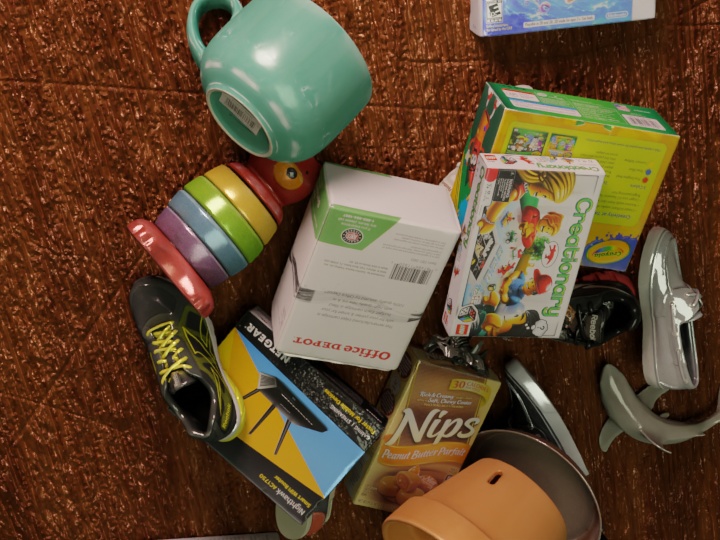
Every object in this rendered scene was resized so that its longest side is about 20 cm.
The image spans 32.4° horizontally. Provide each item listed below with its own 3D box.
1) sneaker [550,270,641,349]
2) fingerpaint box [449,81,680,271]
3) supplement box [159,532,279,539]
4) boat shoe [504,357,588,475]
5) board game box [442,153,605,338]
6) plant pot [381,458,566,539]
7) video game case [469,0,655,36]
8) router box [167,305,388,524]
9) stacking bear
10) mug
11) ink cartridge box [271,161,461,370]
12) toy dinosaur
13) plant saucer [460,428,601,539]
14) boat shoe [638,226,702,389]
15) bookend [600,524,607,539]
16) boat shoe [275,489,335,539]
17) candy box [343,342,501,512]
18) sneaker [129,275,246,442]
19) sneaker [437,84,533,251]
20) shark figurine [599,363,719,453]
[{"bbox_3d":[0.236,0.049,1.436,0.200,0.098,0.071,-5,115,-10],"label":"sneaker"},{"bbox_3d":[0.206,-0.096,1.299,0.199,0.073,0.167,6,120,-17],"label":"fingerpaint box"},{"bbox_3d":[-0.188,0.384,1.464,0.199,0.103,0.102,-2,112,-16],"label":"supplement box"},{"bbox_3d":[0.211,0.194,1.509,0.068,0.072,0.200,-32,122,0],"label":"boat shoe"},{"bbox_3d":[0.164,-0.022,1.269,0.126,0.035,0.201,1,121,-14],"label":"board game box"},{"bbox_3d":[0.144,0.313,1.427,0.140,0.200,0.200,-42,119,-24],"label":"plant pot"},{"bbox_3d":[0.213,-0.347,1.294,0.199,0.045,0.182,-9,113,-11],"label":"video game case"},{"bbox_3d":[-0.091,0.160,1.381,0.200,0.051,0.149,40,99,1],"label":"router box"},{"bbox_3d":[-0.129,-0.064,1.289,0.200,0.114,0.122,-41,102,-7],"label":"stacking bear"},{"bbox_3d":[-0.093,-0.185,1.219,0.114,0.185,0.152,-48,136,-21],"label":"mug"},{"bbox_3d":[0.000,0.000,1.318,0.146,0.084,0.200,11,127,-18],"label":"ink cartridge box"},{"bbox_3d":[0.135,0.043,1.394,0.102,0.200,0.136,29,81,-54],"label":"toy dinosaur"},{"bbox_3d":[0.204,0.269,1.496,0.032,0.200,0.201,-39,126,-45],"label":"plant saucer"},{"bbox_3d":[0.371,0.048,1.464,0.072,0.068,0.201,-17,109,-54],"label":"boat shoe"},{"bbox_3d":[0.273,0.422,1.604,0.199,0.092,0.200,-42,117,5],"label":"bookend"},{"bbox_3d":[-0.053,0.216,1.451,0.062,0.071,0.201,-8,110,-54],"label":"boat shoe"},{"bbox_3d":[0.072,0.194,1.477,0.115,0.055,0.201,16,108,-23],"label":"candy box"},{"bbox_3d":[-0.187,0.093,1.319,0.074,0.085,0.200,-32,87,9],"label":"sneaker"},{"bbox_3d":[0.136,-0.108,1.353,0.084,0.073,0.201,6,112,-28],"label":"sneaker"},{"bbox_3d":[0.388,0.197,1.545,0.214,0.090,0.129,10,111,-16],"label":"shark figurine"}]
